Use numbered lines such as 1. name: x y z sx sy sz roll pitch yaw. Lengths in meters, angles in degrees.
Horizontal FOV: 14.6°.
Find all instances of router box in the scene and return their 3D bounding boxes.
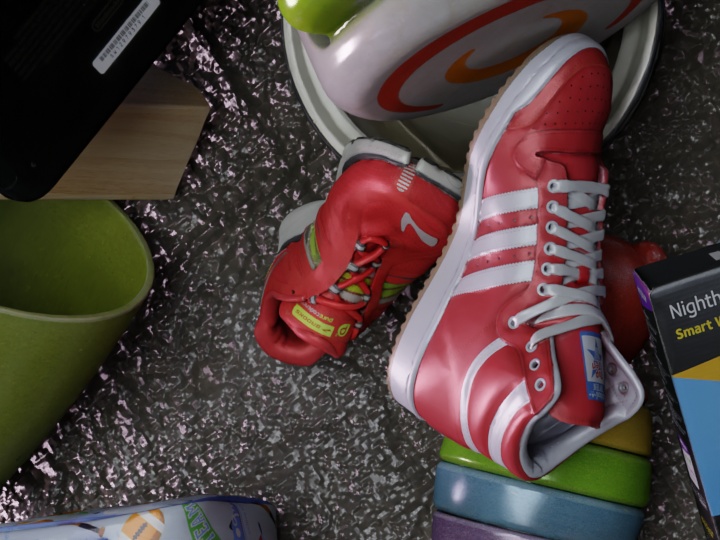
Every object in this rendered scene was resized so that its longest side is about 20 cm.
1. router box: 0.241 0.043 1.300 0.199 0.051 0.150 -18 103 -2

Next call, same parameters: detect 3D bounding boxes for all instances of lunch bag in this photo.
1. lunch bag: -0.148 0.159 1.439 0.199 0.160 0.076 -10 83 19

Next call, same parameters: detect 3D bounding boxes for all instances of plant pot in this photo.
1. plant pot: -0.231 0.051 1.483 0.187 0.187 0.200 35 117 19

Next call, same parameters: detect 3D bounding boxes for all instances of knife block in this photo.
1. knife block: -0.196 -0.073 1.436 0.200 0.176 0.064 26 121 1

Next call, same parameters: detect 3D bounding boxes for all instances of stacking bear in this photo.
1. stacking bear: 0.097 0.078 1.385 0.121 0.114 0.201 11 86 20

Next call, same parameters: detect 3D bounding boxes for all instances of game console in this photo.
1. game console: -0.185 -0.159 1.393 0.200 0.176 0.116 -54 27 -19

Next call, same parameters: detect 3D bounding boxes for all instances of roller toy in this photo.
1. roller toy: 0.046 -0.166 1.298 0.182 0.200 0.140 -24 78 4

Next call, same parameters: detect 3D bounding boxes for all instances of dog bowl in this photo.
1. dog bowl: 0.064 -0.129 1.423 0.200 0.074 0.201 -1 86 20

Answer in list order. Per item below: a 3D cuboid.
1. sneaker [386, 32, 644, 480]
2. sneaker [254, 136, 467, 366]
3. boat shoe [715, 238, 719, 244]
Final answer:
1. sneaker: 0.092 -0.001 1.292 0.112 0.071 0.200 37 113 41
2. sneaker: 0.000 0.000 1.384 0.077 0.200 0.085 28 65 -7
3. boat shoe: 0.217 -0.025 1.344 0.091 0.071 0.201 8 92 -12
